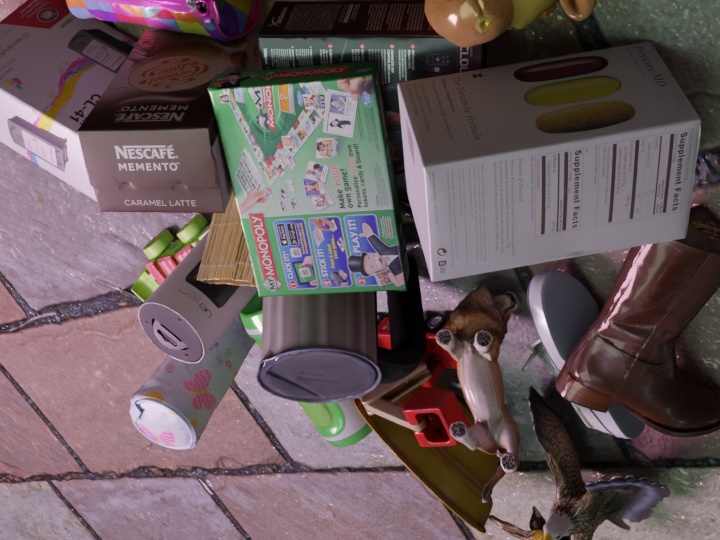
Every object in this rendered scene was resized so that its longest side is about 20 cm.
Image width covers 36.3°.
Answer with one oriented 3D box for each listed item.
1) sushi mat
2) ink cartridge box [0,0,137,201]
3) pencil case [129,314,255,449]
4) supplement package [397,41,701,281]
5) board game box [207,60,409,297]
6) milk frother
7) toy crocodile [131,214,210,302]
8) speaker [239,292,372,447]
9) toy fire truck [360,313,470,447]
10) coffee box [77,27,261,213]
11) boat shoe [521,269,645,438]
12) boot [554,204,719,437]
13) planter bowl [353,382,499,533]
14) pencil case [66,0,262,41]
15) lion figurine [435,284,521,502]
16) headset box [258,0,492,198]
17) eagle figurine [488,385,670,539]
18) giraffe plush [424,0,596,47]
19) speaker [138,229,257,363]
[{"bbox_3d":[-0.096,-0.083,1.043,0.095,0.202,0.012,6,168,37],"label":"sushi mat"},{"bbox_3d":[-0.286,-0.177,1.112,0.199,0.148,0.086,29,142,10],"label":"ink cartridge box"},{"bbox_3d":[-0.190,0.111,1.283,0.091,0.201,0.083,43,136,-18],"label":"pencil case"},{"bbox_3d":[0.137,-0.083,0.824,0.198,0.114,0.110,-10,132,-3],"label":"supplement package"},{"bbox_3d":[-0.038,-0.069,0.903,0.133,0.029,0.202,-2,125,12],"label":"board game box"},{"bbox_3d":[0.000,0.000,1.025,0.178,0.190,0.200,6,149,-14],"label":"milk frother"},{"bbox_3d":[-0.204,-0.014,1.277,0.199,0.062,0.068,-20,115,47],"label":"toy crocodile"},{"bbox_3d":[-0.055,0.105,1.259,0.088,0.089,0.201,-11,121,44],"label":"speaker"},{"bbox_3d":[0.044,0.108,1.129,0.199,0.141,0.049,-1,128,43],"label":"toy fire truck"},{"bbox_3d":[-0.155,-0.136,0.960,0.113,0.201,0.080,0,125,8],"label":"coffee box"},{"bbox_3d":[0.197,0.080,1.054,0.086,0.075,0.202,-2,135,49],"label":"boat shoe"},{"bbox_3d":[0.286,0.045,0.949,0.184,0.064,0.201,11,121,-21],"label":"boot"},{"bbox_3d":[0.090,0.181,1.188,0.200,0.084,0.200,44,-179,-1],"label":"planter bowl"},{"bbox_3d":[-0.184,-0.260,1.001,0.198,0.089,0.089,14,136,29],"label":"pencil case"},{"bbox_3d":[0.117,0.112,1.033,0.072,0.203,0.122,-5,171,15],"label":"lion figurine"},{"bbox_3d":[0.025,-0.140,0.907,0.197,0.075,0.150,1,126,8],"label":"headset box"},{"bbox_3d":[0.223,0.228,1.123,0.150,0.151,0.202,9,121,-1],"label":"eagle figurine"},{"bbox_3d":[0.079,-0.237,0.787,0.199,0.173,0.163,-27,126,13],"label":"giraffe plush"},{"bbox_3d":[-0.139,0.000,1.126,0.081,0.200,0.082,22,140,20],"label":"speaker"}]
